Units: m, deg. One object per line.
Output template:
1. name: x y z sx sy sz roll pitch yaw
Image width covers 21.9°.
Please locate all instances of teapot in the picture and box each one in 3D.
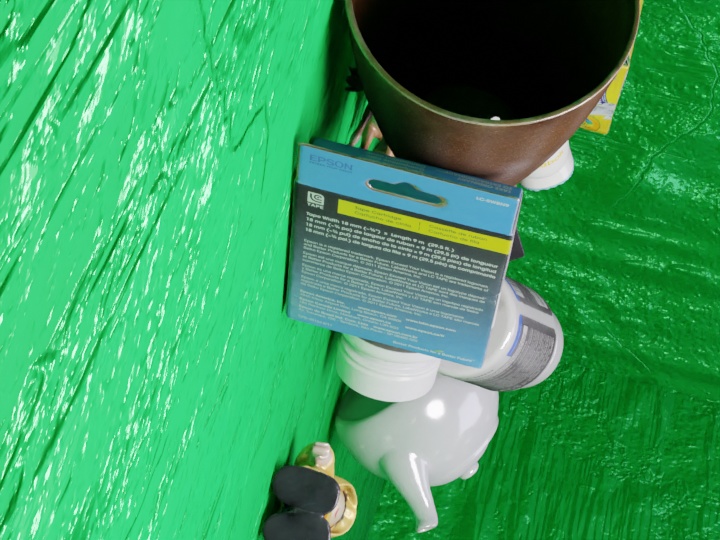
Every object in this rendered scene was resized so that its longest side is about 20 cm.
1. teapot: 0.080 0.163 2.022 0.200 0.146 0.197 -42 -164 -8

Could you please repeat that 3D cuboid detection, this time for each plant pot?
1. plant pot: 0.077 -0.132 1.251 0.200 0.186 0.188 97 8 -66

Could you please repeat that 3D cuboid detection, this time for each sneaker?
1. sneaker: 0.145 -0.170 1.725 0.081 0.076 0.200 69 -1 -50

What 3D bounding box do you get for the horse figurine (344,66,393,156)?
1. horse figurine: 0.018 -0.123 1.411 0.200 0.050 0.133 100 11 -68

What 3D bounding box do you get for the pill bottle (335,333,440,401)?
1. pill bottle: 0.041 0.011 1.692 0.114 0.113 0.201 -69 172 -58

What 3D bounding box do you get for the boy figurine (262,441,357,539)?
1. boy figurine: -0.043 0.210 1.599 0.200 0.064 0.125 54 47 -80

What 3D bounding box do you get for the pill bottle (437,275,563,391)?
1. pill bottle: 0.130 0.061 1.856 0.200 0.113 0.114 24 80 -66

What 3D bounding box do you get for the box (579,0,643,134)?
1. box: 0.220 -0.208 1.646 0.200 0.048 0.118 92 11 -75

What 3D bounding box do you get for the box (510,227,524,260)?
1. box: 0.111 -0.122 1.878 0.200 0.043 0.161 -99 171 -58

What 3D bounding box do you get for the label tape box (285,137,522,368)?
1. label tape box: 0.030 -0.028 1.220 0.200 0.143 0.064 98 8 -55

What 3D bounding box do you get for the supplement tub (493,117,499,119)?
1. supplement tub: 0.099 -0.213 1.622 0.200 0.131 0.132 -69 172 -53
